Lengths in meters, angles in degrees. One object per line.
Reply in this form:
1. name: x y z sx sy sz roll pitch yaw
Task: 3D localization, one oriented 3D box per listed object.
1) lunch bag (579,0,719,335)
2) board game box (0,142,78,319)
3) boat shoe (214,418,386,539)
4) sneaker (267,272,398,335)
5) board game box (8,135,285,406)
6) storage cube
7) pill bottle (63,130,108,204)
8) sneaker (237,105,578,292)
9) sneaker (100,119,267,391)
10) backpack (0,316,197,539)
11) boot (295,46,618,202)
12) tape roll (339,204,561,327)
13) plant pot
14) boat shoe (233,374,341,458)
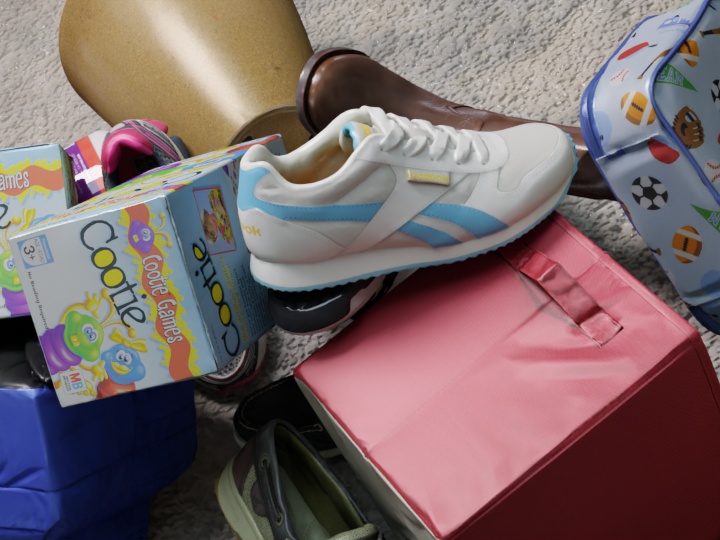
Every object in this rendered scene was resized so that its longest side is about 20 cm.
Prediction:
1. lunch bag: 0.229 -0.066 1.190 0.075 0.201 0.160 -19 21 40
2. board game box: -0.237 -0.024 1.233 0.104 0.104 0.200 -7 2 -6
3. boat shoe: -0.014 0.174 1.112 0.071 0.066 0.201 -13 54 -41
4. sneaker: 0.000 0.000 1.152 0.071 0.083 0.200 -1 28 18
5. board game box: -0.110 -0.004 1.131 0.102 0.106 0.200 -14 9 19
6. storage cube: 0.097 0.096 1.093 0.179 0.200 0.171 -38 46 -7
7. pill bottle: -0.246 -0.013 1.390 0.199 0.113 0.113 -29 44 -5
8. sneaker: 0.028 -0.052 1.062 0.199 0.081 0.077 -16 30 -10
9. sneaker: -0.131 -0.007 1.303 0.080 0.201 0.075 -26 2 6
10. backpack: -0.204 0.109 1.225 0.161 0.169 0.200 6 17 25
11. boot: 0.081 -0.087 1.205 0.199 0.186 0.065 17 93 34
12. tape roll: 0.039 -0.031 1.290 0.201 0.037 0.203 -8 34 5
13. plant pot: -0.106 -0.137 1.405 0.186 0.187 0.200 -30 48 -7
14. boat shoe: 0.004 0.074 1.239 0.198 0.066 0.075 -7 44 15
